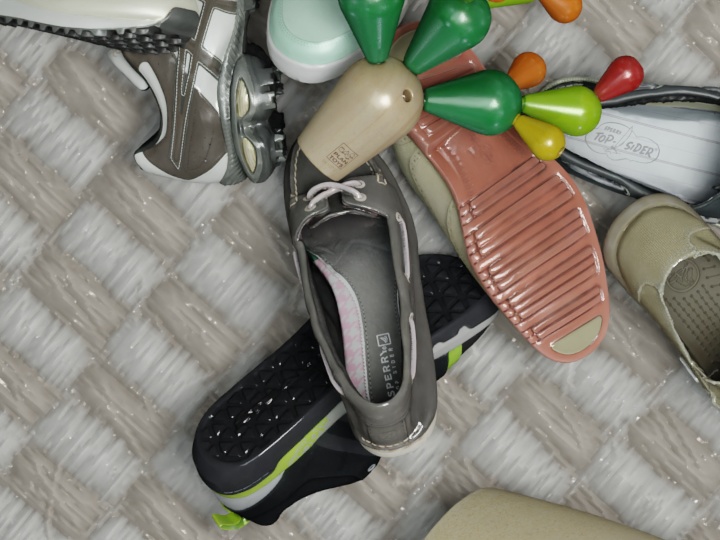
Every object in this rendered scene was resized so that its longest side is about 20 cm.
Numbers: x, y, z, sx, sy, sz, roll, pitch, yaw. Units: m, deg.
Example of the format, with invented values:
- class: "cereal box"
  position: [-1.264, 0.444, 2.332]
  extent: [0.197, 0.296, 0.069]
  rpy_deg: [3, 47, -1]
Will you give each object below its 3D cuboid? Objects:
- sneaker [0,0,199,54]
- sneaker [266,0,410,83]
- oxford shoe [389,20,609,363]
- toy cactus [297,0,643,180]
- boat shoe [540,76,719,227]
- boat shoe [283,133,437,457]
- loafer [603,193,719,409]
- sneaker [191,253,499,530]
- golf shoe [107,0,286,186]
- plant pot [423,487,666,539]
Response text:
- class: "sneaker"
  position: [-0.165, -0.173, 1.581]
  extent: [0.199, 0.070, 0.094]
  rpy_deg: [14, 93, 36]
- class: "sneaker"
  position: [0.005, -0.200, 1.541]
  extent: [0.074, 0.118, 0.201]
  rpy_deg: [29, 79, 19]
- class: "oxford shoe"
  position: [0.070, -0.040, 1.604]
  extent: [0.071, 0.074, 0.201]
  rpy_deg: [-27, 88, -14]
- class: "toy cactus"
  position: [0.040, -0.106, 1.515]
  extent: [0.165, 0.102, 0.200]
  rpy_deg: [-44, 132, 13]
- class: "boat shoe"
  position: [0.188, -0.062, 1.592]
  extent: [0.198, 0.066, 0.075]
  rpy_deg: [18, 97, 3]
- class: "boat shoe"
  position: [0.000, 0.000, 1.578]
  extent: [0.066, 0.057, 0.201]
  rpy_deg: [-16, 64, 3]
- class: "loafer"
  position: [0.207, 0.044, 1.583]
  extent: [0.200, 0.068, 0.076]
  rpy_deg: [40, 102, -19]
- class: "sneaker"
  position: [-0.006, 0.069, 1.635]
  extent: [0.199, 0.072, 0.083]
  rpy_deg: [-34, 137, -5]
- class: "golf shoe"
  position: [-0.094, -0.144, 1.603]
  extent: [0.094, 0.078, 0.201]
  rpy_deg: [-5, 95, 6]
- class: "plant pot"
  position: [0.121, 0.206, 1.578]
  extent: [0.200, 0.187, 0.188]
  rpy_deg: [35, 99, 25]
